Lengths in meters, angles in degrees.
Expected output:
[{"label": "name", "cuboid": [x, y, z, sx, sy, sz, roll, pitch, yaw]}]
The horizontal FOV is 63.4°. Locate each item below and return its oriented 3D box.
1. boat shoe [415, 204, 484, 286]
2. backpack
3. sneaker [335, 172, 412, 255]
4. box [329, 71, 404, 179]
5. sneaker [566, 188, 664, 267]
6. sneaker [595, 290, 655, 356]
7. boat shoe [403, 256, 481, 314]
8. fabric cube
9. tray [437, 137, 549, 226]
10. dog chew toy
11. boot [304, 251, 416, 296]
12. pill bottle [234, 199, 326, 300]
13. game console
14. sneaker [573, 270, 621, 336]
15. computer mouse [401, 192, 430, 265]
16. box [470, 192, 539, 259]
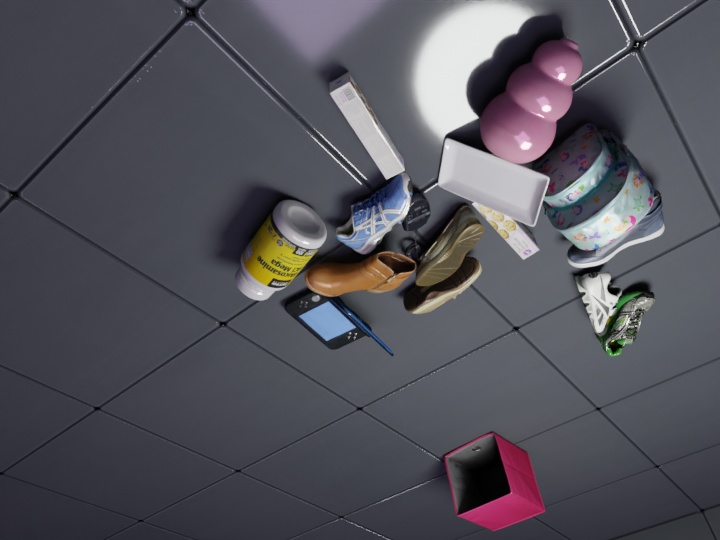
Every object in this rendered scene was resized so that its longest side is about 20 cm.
[{"label": "boat shoe", "cuboid": [0.173, -0.045, 1.193, 0.073, 0.063, 0.201, 3, 139, -31]}, {"label": "backpack", "cuboid": [0.400, -0.143, 1.017, 0.150, 0.200, 0.178, 31, 125, -29]}, {"label": "sneaker", "cuboid": [0.027, -0.107, 1.106, 0.077, 0.076, 0.200, 19, 128, -27]}, {"label": "box", "cuboid": [0.014, -0.244, 0.999, 0.041, 0.039, 0.200, -24, 131, 19]}, {"label": "sneaker", "cuboid": [0.496, -0.093, 1.149, 0.202, 0.077, 0.146, -27, 142, 7]}, {"label": "sneaker", "cuboid": [0.636, 0.125, 1.377, 0.078, 0.085, 0.200, 5, 133, -10]}, {"label": "boat shoe", "cuboid": [0.188, 0.035, 1.274, 0.200, 0.072, 0.076, -32, 143, 33]}, {"label": "fabric cube", "cuboid": [0.408, 0.648, 1.786, 0.196, 0.200, 0.199, -36, 128, 26]}, {"label": "tray", "cuboid": [0.235, -0.162, 1.041, 0.200, 0.022, 0.107, 28, 139, 24]}, {"label": "dog chew toy", "cuboid": [0.280, -0.275, 0.941, 0.124, 0.125, 0.200, 16, 123, -19]}, {"label": "boot", "cuboid": [0.000, 0.000, 1.174, 0.200, 0.074, 0.155, 1, 164, -24]}, {"label": "pill bottle", "cuboid": [-0.162, -0.033, 1.137, 0.112, 0.113, 0.200, 24, 128, -25]}, {"label": "game console", "cuboid": [-0.049, 0.133, 1.304, 0.171, 0.118, 0.200, -27, 130, 20]}, {"label": "sneaker", "cuboid": [0.556, 0.077, 1.330, 0.088, 0.074, 0.200, -20, 133, 17]}, {"label": "computer mouse", "cuboid": [0.108, -0.082, 1.174, 0.059, 0.034, 0.200, -25, 141, -16]}, {"label": "box", "cuboid": [0.285, -0.097, 1.153, 0.041, 0.039, 0.200, -33, 128, 24]}]
